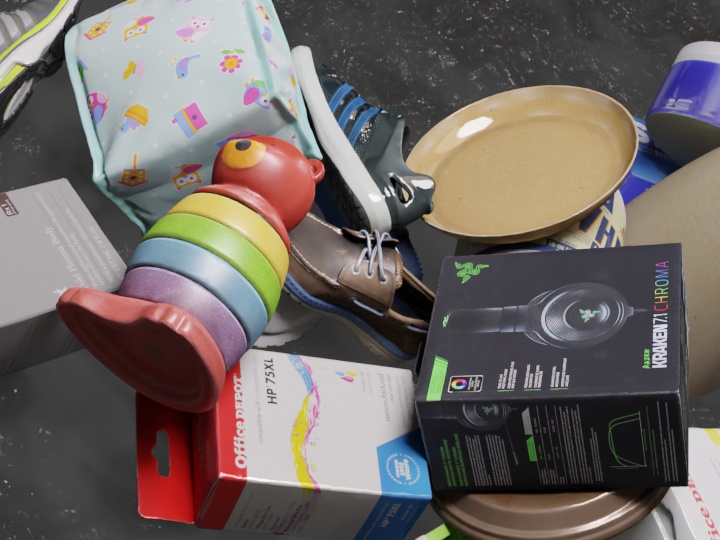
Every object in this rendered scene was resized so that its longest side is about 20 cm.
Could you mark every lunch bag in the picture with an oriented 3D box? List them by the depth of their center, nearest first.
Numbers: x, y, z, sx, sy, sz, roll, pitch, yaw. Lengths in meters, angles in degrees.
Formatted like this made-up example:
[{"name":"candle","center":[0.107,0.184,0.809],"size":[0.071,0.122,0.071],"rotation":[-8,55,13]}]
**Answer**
[{"name":"lunch bag","center":[-0.139,-0.153,1.201],"size":[0.122,0.169,0.201],"rotation":[54,14,-54]}]

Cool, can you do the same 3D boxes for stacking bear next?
[{"name":"stacking bear","center":[-0.098,-0.013,1.049],"size":[0.121,0.114,0.201],"rotation":[9,54,32]}]

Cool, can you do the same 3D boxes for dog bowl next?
[{"name":"dog bowl","center":[0.376,-0.131,1.434],"size":[0.199,0.200,0.079],"rotation":[31,84,-4]}]

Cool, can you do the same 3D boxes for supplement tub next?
[{"name":"supplement tub","center":[0.153,-0.014,1.288],"size":[0.144,0.145,0.201],"rotation":[26,43,-9]}]

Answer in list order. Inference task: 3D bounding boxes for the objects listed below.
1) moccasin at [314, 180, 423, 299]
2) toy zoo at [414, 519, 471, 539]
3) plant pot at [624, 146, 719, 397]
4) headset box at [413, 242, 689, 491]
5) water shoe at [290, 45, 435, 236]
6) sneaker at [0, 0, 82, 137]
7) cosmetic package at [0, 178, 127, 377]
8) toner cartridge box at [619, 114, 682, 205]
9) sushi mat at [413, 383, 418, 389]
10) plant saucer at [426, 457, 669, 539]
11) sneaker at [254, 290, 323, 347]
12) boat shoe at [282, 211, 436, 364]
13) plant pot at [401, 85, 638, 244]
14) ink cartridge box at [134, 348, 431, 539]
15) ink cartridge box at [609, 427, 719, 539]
[{"name":"moccasin","center":[0.008,-0.065,1.290],"size":[0.068,0.081,0.201],"rotation":[-13,61,-31]},{"name":"toy zoo","center":[0.138,0.226,1.143],"size":[0.199,0.020,0.132],"rotation":[-21,71,-43]},{"name":"plant pot","center":[0.312,-0.020,1.355],"size":[0.186,0.200,0.188],"rotation":[17,44,-17]},{"name":"headset box","center":[0.140,0.070,1.110],"size":[0.198,0.093,0.175],"rotation":[-3,36,16]},{"name":"water shoe","center":[0.000,-0.109,1.242],"size":[0.078,0.072,0.201],"rotation":[-17,58,-14]},{"name":"sneaker","center":[-0.289,-0.190,1.228],"size":[0.081,0.074,0.200],"rotation":[27,40,-2]},{"name":"cosmetic package","center":[-0.271,0.017,1.037],"size":[0.199,0.090,0.107],"rotation":[-20,67,-46]},{"name":"toner cartridge box","center":[0.349,-0.088,1.557],"size":[0.199,0.043,0.095],"rotation":[18,46,-18]},{"name":"sushi mat","center":[0.084,0.135,1.207],"size":[0.199,0.012,0.096],"rotation":[8,49,-26]},{"name":"plant saucer","center":[0.140,0.130,1.133],"size":[0.198,0.030,0.201],"rotation":[-10,36,7]},{"name":"sneaker","center":[-0.089,0.009,1.164],"size":[0.199,0.081,0.077],"rotation":[-9,55,-39]},{"name":"boat shoe","center":[0.000,0.000,1.175],"size":[0.200,0.072,0.073],"rotation":[36,42,-40]},{"name":"plant pot","center":[0.133,-0.084,1.242],"size":[0.198,0.028,0.201],"rotation":[-13,37,10]},{"name":"ink cartridge box","center":[-0.057,0.124,1.080],"size":[0.198,0.067,0.117],"rotation":[8,47,-20]},{"name":"ink cartridge box","center":[0.288,0.206,1.196],"size":[0.199,0.083,0.146],"rotation":[8,49,-40]}]
